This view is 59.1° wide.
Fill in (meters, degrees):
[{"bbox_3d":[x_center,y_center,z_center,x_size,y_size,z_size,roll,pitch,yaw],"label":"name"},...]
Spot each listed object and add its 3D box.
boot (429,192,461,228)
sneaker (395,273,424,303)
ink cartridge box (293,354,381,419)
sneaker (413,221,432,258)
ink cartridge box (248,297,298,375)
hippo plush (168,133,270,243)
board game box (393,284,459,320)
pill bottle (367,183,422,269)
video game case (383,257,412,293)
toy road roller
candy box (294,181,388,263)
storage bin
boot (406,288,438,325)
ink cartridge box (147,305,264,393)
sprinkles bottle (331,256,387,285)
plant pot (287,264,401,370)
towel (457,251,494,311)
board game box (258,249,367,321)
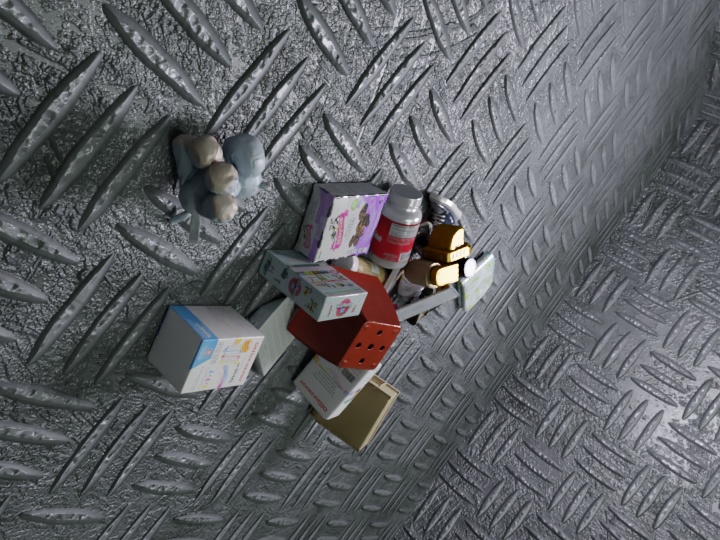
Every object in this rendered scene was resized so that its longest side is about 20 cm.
[{"bbox_3d":[0.235,-0.155,1.838,0.091,0.072,0.200,-62,150,2],"label":"boot"},{"bbox_3d":[0.147,0.058,1.883,0.116,0.075,0.200,-64,170,30],"label":"sneaker"},{"bbox_3d":[-0.064,0.283,1.739,0.200,0.145,0.084,-50,160,13],"label":"ink cartridge box"},{"bbox_3d":[0.191,-0.077,1.827,0.080,0.075,0.200,-27,151,12],"label":"sneaker"},{"bbox_3d":[-0.206,0.131,1.545,0.200,0.050,0.163,-55,155,-38],"label":"ink cartridge box"},{"bbox_3d":[-0.224,-0.152,1.105,0.160,0.159,0.201,-23,137,-41],"label":"hippo plush"},{"bbox_3d":[0.184,0.091,1.855,0.199,0.026,0.200,-24,166,10],"label":"board game box"},{"bbox_3d":[0.093,-0.114,1.639,0.112,0.112,0.201,-19,134,-45],"label":"pill bottle"},{"bbox_3d":[0.095,0.030,1.808,0.144,0.017,0.200,-61,171,10],"label":"video game case"},{"bbox_3d":[0.218,-0.045,1.741,0.199,0.122,0.147,-18,110,-38],"label":"toy road roller"},{"bbox_3d":[-0.043,-0.115,1.483,0.199,0.071,0.169,-12,129,-50],"label":"candy box"},{"bbox_3d":[-0.022,0.400,1.906,0.201,0.198,0.094,-60,166,9],"label":"storage bin"},{"bbox_3d":[0.228,0.080,2.053,0.150,0.073,0.201,-29,149,-38],"label":"boot"},{"bbox_3d":[-0.309,0.159,1.322,0.199,0.125,0.129,4,116,-55],"label":"ink cartridge box"},{"bbox_3d":[0.000,0.000,1.663,0.069,0.068,0.200,-58,150,6],"label":"sprinkles bottle"},{"bbox_3d":[-0.022,0.132,1.540,0.199,0.176,0.201,14,115,-45],"label":"plant pot"},{"bbox_3d":[0.424,0.043,2.331,0.171,0.048,0.201,-44,148,-20],"label":"towel"},{"bbox_3d":[-0.106,0.028,1.408,0.147,0.199,0.065,-3,122,-53],"label":"board game box"}]
